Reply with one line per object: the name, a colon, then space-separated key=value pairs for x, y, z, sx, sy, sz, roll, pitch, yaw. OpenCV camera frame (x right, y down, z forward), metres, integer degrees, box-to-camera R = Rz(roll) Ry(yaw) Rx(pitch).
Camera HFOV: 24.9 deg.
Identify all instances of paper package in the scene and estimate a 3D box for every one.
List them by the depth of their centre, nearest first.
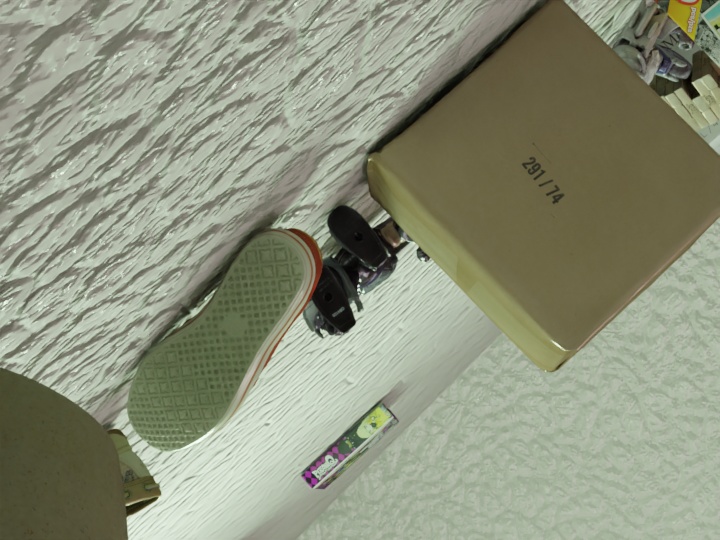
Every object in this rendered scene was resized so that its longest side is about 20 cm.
paper package: x=0.138 y=-0.060 z=1.174 sx=0.191 sy=0.200 sz=0.103 roll=-42 pitch=172 yaw=-10

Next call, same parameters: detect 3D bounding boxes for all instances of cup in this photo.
cup: x=-0.187 y=0.127 z=0.752 sx=0.200 sy=0.200 sz=0.144 roll=122 pitch=-10 yaw=-60

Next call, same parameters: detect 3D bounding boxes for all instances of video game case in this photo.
video game case: x=-0.015 y=0.299 z=2.748 sx=0.181 sy=0.036 sz=0.200 roll=-41 pitch=171 yaw=-3

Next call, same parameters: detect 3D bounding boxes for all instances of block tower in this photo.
block tower: x=0.282 y=-0.153 z=1.621 sx=0.200 sy=0.058 sz=0.054 roll=-27 pitch=-152 yaw=31

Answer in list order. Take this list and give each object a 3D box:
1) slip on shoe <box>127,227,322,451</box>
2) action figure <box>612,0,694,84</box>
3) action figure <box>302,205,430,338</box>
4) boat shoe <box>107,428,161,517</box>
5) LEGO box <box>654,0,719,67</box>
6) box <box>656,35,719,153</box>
slip on shoe: x=-0.090 y=0.049 z=1.112 sx=0.200 sy=0.074 sz=0.061 roll=-52 pitch=171 yaw=23
action figure: x=0.253 y=-0.181 z=1.475 sx=0.130 sy=0.069 sz=0.200 roll=-51 pitch=174 yaw=12
action figure: x=0.000 y=0.000 z=1.284 sx=0.130 sy=0.069 sz=0.200 roll=-49 pitch=174 yaw=6
boat shoe: x=-0.230 y=0.190 z=1.167 sx=0.200 sy=0.063 sz=0.073 roll=-37 pitch=170 yaw=-32
LEGO box: x=0.356 y=-0.262 z=1.345 sx=0.200 sy=0.149 sz=0.077 roll=-48 pitch=170 yaw=31
box: x=0.372 y=-0.207 z=1.741 sx=0.199 sy=0.131 sz=0.200 roll=-45 pitch=171 yaw=12
